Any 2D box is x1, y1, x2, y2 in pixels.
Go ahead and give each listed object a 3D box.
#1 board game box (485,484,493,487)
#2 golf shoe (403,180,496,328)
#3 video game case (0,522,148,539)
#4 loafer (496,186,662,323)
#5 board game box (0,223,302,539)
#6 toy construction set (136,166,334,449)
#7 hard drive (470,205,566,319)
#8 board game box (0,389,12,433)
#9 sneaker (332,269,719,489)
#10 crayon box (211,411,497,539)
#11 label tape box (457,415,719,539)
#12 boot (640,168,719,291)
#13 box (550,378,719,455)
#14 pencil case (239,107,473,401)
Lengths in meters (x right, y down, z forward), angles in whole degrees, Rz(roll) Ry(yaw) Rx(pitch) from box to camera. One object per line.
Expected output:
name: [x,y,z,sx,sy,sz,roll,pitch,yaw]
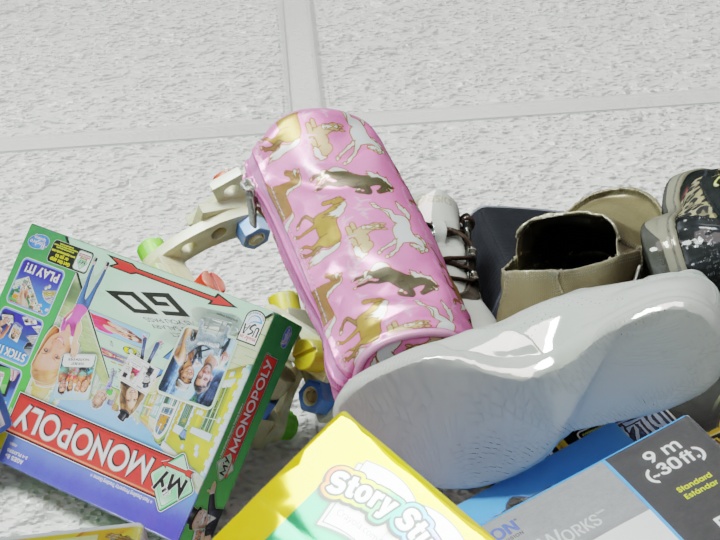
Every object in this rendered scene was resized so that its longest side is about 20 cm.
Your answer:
board game box: [0.088,0.061,1.310,0.158,0.039,0.200,19,34,39]
golf shoe: [0.035,0.004,1.268,0.077,0.095,0.200,8,15,-32]
video game case: [-0.211,0.188,1.079,0.199,0.023,0.182,-7,25,7]
loafer: [0.126,-0.006,1.219,0.076,0.068,0.200,0,25,20]
board game box: [-0.137,0.062,1.244,0.199,0.135,0.029,18,-8,38]
toy construction set: [-0.076,0.023,1.297,0.092,0.131,0.200,20,34,-36]
hard drive: [0.162,0.011,1.351,0.199,0.042,0.135,9,23,-13]
board game box: [-0.313,0.104,1.237,0.200,0.035,0.135,-35,38,-31]
sneaker: [0.085,0.047,1.102,0.199,0.076,0.089,-15,22,14]
crayon box: [0.004,0.181,0.912,0.173,0.058,0.200,-44,53,-11]
label tape box: [0.111,0.135,1.008,0.144,0.063,0.200,-26,43,-17]
boot: [0.243,-0.034,1.219,0.153,0.074,0.204,-20,5,20]
box: [0.208,0.088,1.136,0.199,0.050,0.160,-22,36,-15]
pencil case: [0.000,0.000,1.198,0.086,0.083,0.200,-33,47,7]
